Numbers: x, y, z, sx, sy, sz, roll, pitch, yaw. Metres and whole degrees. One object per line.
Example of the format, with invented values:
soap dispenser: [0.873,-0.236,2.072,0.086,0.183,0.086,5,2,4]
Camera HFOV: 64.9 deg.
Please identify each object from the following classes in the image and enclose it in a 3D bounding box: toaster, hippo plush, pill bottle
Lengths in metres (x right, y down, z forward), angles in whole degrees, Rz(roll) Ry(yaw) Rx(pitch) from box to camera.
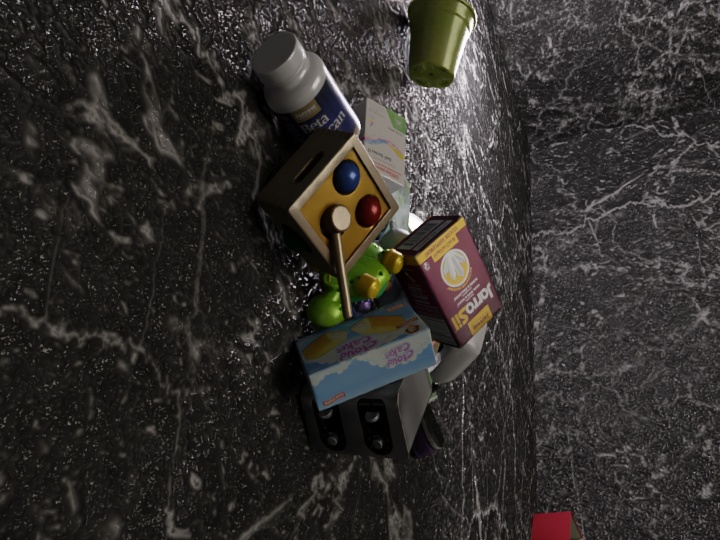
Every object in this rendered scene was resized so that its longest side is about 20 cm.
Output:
toaster: [0.020,0.204,0.949,0.200,0.177,0.121,-52,133,-55]
hippo plush: [0.090,0.002,1.119,0.161,0.197,0.162,42,26,-43]
pill bottle: [-0.087,-0.276,0.915,0.200,0.109,0.114,47,44,-51]

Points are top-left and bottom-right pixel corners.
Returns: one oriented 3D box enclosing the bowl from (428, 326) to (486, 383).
bowl: [0.247,0.184,1.427,0.074,0.201,0.201,32,40,-1]

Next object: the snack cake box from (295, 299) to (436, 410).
snack cake box: [0.006,0.128,0.889,0.115,0.196,0.069,-132,-156,-65]

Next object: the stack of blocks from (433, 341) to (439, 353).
stack of blocks: [0.146,0.069,1.233,0.115,0.058,0.204,33,72,-50]

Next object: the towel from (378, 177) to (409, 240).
towel: [0.075,-0.141,1.286,0.171,0.047,0.205,45,45,-60]

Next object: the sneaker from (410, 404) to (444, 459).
sneaker: [0.110,0.315,1.262,0.075,0.087,0.203,31,32,-45]

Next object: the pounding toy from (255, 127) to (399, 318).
pounding toy: [-0.042,-0.074,0.873,0.201,0.141,0.185,-51,130,-16]

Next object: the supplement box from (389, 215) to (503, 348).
supplement box: [0.155,0.019,1.043,0.130,0.102,0.203,-39,112,-22]

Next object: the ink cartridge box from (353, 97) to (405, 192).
ink cartridge box: [0.032,-0.232,1.165,0.115,0.067,0.205,16,68,-36]

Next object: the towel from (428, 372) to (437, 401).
towel: [0.105,0.198,1.245,0.152,0.023,0.204,4,59,-65]

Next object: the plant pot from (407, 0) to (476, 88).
plant pot: [0.210,-0.618,1.561,0.200,0.196,0.189,30,69,-59]

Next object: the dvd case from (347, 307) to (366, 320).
dvd case: [0.000,0.000,1.146,0.201,0.017,0.145,-56,134,-53]

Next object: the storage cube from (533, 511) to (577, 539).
storage cube: [0.872,1.205,2.515,0.174,0.177,0.201,62,30,-17]

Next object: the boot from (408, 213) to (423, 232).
boot: [0.123,-0.053,1.376,0.071,0.091,0.202,22,32,-21]

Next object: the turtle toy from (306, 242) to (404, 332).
turtle toy: [-0.021,0.021,0.979,0.200,0.144,0.103,-44,148,-36]

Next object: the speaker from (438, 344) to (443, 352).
speaker: [0.194,0.114,1.460,0.082,0.079,0.202,66,31,-33]
